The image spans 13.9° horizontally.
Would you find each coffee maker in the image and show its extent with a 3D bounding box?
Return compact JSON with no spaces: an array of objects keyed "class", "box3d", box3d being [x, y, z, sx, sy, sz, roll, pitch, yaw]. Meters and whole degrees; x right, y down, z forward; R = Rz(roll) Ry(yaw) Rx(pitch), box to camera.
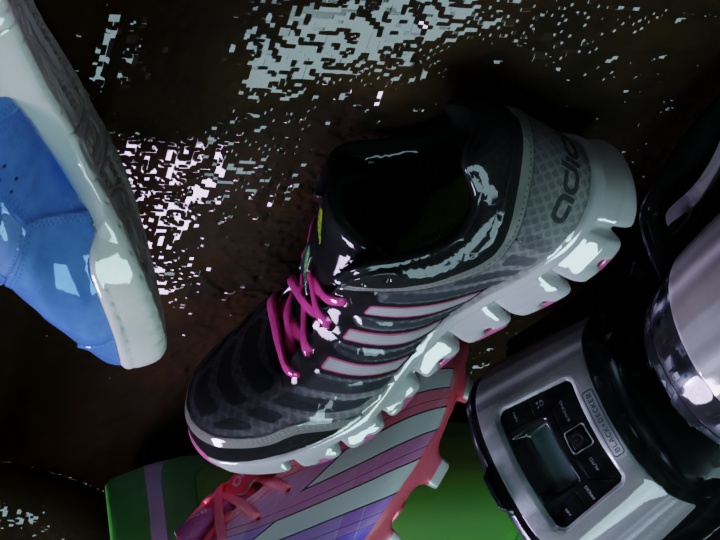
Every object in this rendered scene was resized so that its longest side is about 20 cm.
[{"class":"coffee maker","box3d":[0.167,0.033,1.105,0.191,0.135,0.200,19,137,-39]}]

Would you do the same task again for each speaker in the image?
[{"class":"speaker","box3d":[-0.002,0.111,1.210,0.199,0.089,0.089,-6,143,-5]}]

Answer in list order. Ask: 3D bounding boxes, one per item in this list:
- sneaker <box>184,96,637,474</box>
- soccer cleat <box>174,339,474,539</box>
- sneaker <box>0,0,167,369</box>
[{"class":"sneaker","box3d":[0.000,0.000,1.082,0.199,0.074,0.087,-34,134,24]},{"class":"soccer cleat","box3d":[-0.027,0.093,1.133,0.076,0.201,0.067,33,170,-11]},{"class":"sneaker","box3d":[-0.143,-0.027,1.003,0.111,0.077,0.200,-21,138,4]}]
